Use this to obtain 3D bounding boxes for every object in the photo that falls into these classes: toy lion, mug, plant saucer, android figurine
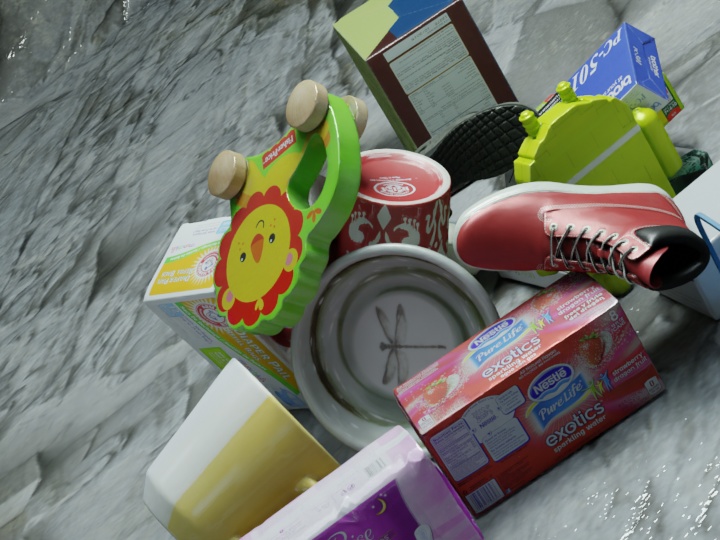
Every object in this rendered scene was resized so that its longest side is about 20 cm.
[{"bbox_3d":[-0.069,-0.045,1.390,0.200,0.068,0.193,-37,49,38],"label":"toy lion"},{"bbox_3d":[0.010,0.004,1.443,0.177,0.201,0.133,-24,43,-38],"label":"mug"},{"bbox_3d":[-0.113,0.189,1.392,0.153,0.150,0.186,-44,19,-6],"label":"mug"},{"bbox_3d":[0.038,0.071,1.380,0.199,0.201,0.050,-24,5,18],"label":"plant saucer"},{"bbox_3d":[0.217,-0.078,1.412,0.182,0.200,0.041,-40,22,-11],"label":"android figurine"}]

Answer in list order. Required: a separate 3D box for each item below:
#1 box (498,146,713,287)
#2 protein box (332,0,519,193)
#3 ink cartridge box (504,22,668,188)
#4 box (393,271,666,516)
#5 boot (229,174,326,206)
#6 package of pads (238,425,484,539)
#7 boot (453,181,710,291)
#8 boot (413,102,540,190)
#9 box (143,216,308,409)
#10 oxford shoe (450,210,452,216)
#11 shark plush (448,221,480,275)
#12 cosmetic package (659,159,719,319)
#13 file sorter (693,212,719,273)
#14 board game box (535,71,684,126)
[{"bbox_3d":[0.243,-0.056,1.536,0.200,0.036,0.144,-42,25,-18],"label":"box"},{"bbox_3d":[0.088,-0.231,1.847,0.135,0.200,0.199,-32,24,1],"label":"protein box"},{"bbox_3d":[0.218,-0.143,1.511,0.200,0.044,0.094,-46,31,38],"label":"ink cartridge box"},{"bbox_3d":[0.142,0.100,1.292,0.199,0.100,0.096,-34,25,-1],"label":"box"},{"bbox_3d":[-0.035,-0.019,1.573,0.185,0.201,0.065,2,51,5],"label":"boot"},{"bbox_3d":[-0.010,0.228,1.214,0.200,0.121,0.076,-36,25,-5],"label":"package of pads"},{"bbox_3d":[0.181,-0.020,1.266,0.199,0.073,0.144,-6,22,-2],"label":"boot"},{"bbox_3d":[0.112,-0.137,1.589,0.200,0.068,0.131,-31,17,32],"label":"boot"},{"bbox_3d":[-0.105,0.045,1.550,0.112,0.200,0.102,-9,47,43],"label":"box"},{"bbox_3d":[0.000,-0.061,1.644,0.199,0.074,0.071,-10,-20,-13],"label":"oxford shoe"},{"bbox_3d":[0.095,-0.039,1.597,0.200,0.083,0.091,-68,-4,-74],"label":"shark plush"},{"bbox_3d":[0.349,-0.052,1.362,0.200,0.074,0.102,-39,25,-8],"label":"cosmetic package"},{"bbox_3d":[0.389,-0.035,1.219,0.199,0.123,0.139,-34,24,-1],"label":"file sorter"},{"bbox_3d":[0.242,-0.153,1.633,0.102,0.048,0.200,-42,17,-22],"label":"board game box"}]
